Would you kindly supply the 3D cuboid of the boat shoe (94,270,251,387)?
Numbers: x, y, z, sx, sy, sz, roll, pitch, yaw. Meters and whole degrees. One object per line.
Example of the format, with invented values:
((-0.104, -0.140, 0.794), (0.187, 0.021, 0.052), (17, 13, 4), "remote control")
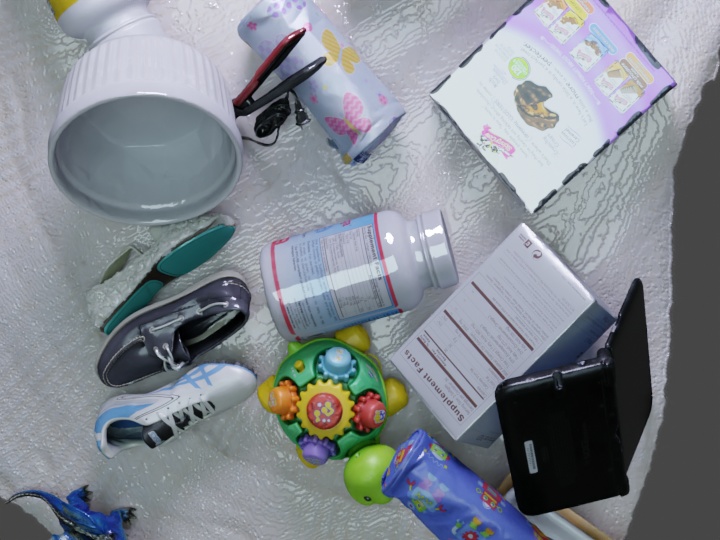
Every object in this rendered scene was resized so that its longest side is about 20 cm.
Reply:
((-0.205, 0.075, 1.366), (0.198, 0.063, 0.073), (-32, 130, 6), "boat shoe")

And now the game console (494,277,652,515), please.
((0.223, 0.132, 1.273), (0.173, 0.117, 0.202), (-14, 130, 4), "game console")

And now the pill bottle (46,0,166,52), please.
((-0.285, -0.315, 1.314), (0.110, 0.111, 0.202), (-28, 94, 8), "pill bottle")

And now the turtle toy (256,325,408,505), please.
((-0.021, 0.161, 1.352), (0.145, 0.101, 0.201), (-35, 93, 8), "turtle toy")

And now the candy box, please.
((0.197, -0.188, 1.304), (0.200, 0.072, 0.168), (-42, 92, 8), "candy box")

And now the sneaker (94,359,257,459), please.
((-0.202, 0.157, 1.377), (0.197, 0.073, 0.072), (-21, 134, 13), "sneaker")

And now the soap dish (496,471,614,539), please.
((0.201, 0.331, 1.362), (0.199, 0.081, 0.158), (34, 99, 0), "soap dish")

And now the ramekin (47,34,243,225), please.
((-0.220, -0.149, 1.290), (0.197, 0.201, 0.106), (-11, 54, 6), "ramekin")

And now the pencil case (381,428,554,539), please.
((0.108, 0.254, 1.283), (0.199, 0.078, 0.087), (41, 117, -1), "pencil case")

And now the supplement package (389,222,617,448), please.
((0.150, 0.072, 1.301), (0.200, 0.117, 0.118), (-46, 66, 9), "supplement package")

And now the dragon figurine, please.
((-0.312, 0.288, 1.396), (0.198, 0.099, 0.060), (26, 98, 2), "dragon figurine")

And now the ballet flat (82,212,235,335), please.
((-0.229, -0.011, 1.371), (0.199, 0.072, 0.072), (-39, 92, 8), "ballet flat")

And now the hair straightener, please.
((-0.091, -0.171, 1.296), (0.077, 0.041, 0.199), (51, 140, -3), "hair straightener")

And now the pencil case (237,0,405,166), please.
((-0.041, -0.208, 1.320), (0.201, 0.083, 0.091), (50, 142, -3), "pencil case")

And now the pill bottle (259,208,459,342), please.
((0.000, 0.000, 1.327), (0.197, 0.109, 0.110), (-15, 95, 6), "pill bottle")
